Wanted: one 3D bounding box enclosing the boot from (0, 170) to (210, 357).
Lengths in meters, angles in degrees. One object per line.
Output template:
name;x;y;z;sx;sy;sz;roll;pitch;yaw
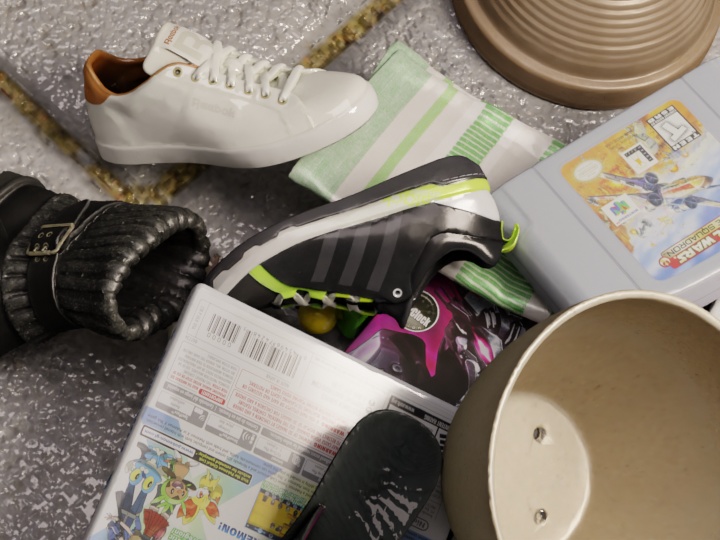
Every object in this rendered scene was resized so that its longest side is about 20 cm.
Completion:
boot;-0.201;0.029;1.220;0.157;0.080;0.212;16;59;30

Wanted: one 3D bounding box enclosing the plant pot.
plant pot;0.166;-0.222;1.422;0.199;0.093;0.203;3;64;-6

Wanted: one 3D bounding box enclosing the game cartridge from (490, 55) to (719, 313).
game cartridge;0.190;-0.041;1.257;0.199;0.042;0.133;-31;55;-14

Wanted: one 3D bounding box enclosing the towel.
towel;0.073;-0.055;1.310;0.199;0.023;0.153;32;50;6

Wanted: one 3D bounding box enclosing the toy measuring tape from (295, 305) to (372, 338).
toy measuring tape;0.018;-0.033;1.325;0.073;0.074;0.200;37;60;10

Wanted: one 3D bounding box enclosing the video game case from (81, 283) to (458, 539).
video game case;-0.044;0.132;1.187;0.199;0.022;0.184;26;73;-11

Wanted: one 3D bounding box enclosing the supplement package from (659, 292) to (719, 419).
supplement package;0.269;0.052;1.289;0.117;0.117;0.201;29;63;6

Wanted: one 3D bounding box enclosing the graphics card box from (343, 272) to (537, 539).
graphics card box;0.066;0.059;1.294;0.125;0.051;0.200;38;66;10

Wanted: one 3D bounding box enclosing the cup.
cup;0.123;0.117;1.161;0.199;0.143;0.202;3;84;-27

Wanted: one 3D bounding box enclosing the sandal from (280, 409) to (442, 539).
sandal;-0.020;0.171;1.137;0.075;0.048;0.202;25;89;-3

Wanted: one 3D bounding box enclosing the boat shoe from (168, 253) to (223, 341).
boat shoe;-0.097;0.080;1.250;0.059;0.072;0.202;8;58;-1

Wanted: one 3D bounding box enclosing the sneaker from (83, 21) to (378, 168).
sneaker;-0.090;-0.116;1.292;0.198;0.085;0.073;-3;34;19

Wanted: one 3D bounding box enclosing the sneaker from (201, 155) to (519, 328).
sneaker;0.000;0.000;1.223;0.198;0.072;0.083;-23;82;0
